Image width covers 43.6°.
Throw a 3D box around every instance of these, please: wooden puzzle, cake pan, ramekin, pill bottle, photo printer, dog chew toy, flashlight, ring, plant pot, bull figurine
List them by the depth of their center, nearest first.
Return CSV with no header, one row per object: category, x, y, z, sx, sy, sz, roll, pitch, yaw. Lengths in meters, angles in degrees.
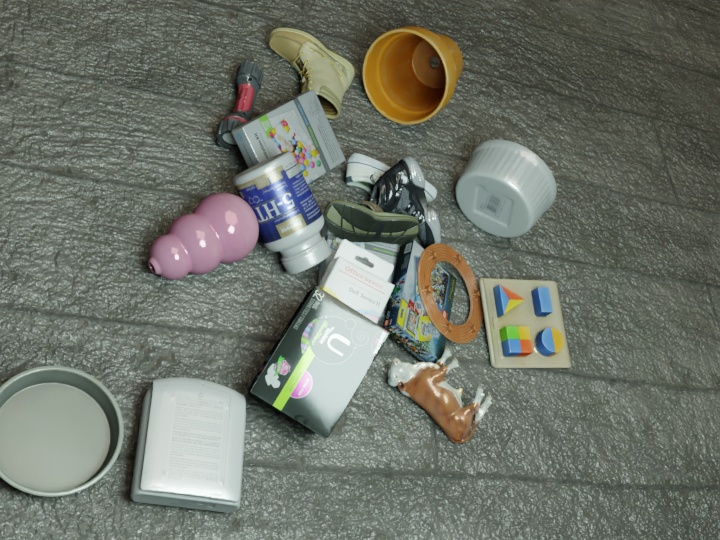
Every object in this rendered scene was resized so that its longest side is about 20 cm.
cake pan,-0.454,0.239,1.328,0.200,0.037,0.201,13,56,-20
photo printer,-0.261,0.263,1.391,0.166,0.069,0.200,12,56,-20
dog chew toy,-0.274,-0.051,1.550,0.200,0.125,0.125,-32,79,-30
bull figurine,0.143,0.214,1.616,0.121,0.065,0.200,-42,93,4
pill bottle,-0.135,-0.101,1.619,0.120,0.120,0.200,-36,106,-38
ring,0.179,0.042,1.735,0.200,0.019,0.201,25,56,-43
flashlight,-0.235,-0.327,1.769,0.068,0.068,0.200,20,55,-21
wooden puzzle,0.336,0.102,1.795,0.200,0.046,0.186,4,68,-26
ramekin,0.294,-0.162,1.860,0.200,0.200,0.098,38,59,-2
plant pot,0.133,-0.437,1.961,0.200,0.200,0.183,45,36,5

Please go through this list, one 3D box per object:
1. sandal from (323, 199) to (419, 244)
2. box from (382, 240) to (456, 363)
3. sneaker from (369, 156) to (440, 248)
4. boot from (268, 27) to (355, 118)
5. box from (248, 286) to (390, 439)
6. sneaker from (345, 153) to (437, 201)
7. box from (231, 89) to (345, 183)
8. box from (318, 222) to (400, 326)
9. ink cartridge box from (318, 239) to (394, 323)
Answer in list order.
sandal,0.017,-0.095,1.708,0.201,0.080,0.057,10,39,-29
box,0.114,0.062,1.694,0.137,0.038,0.200,41,46,-31
sneaker,0.083,-0.118,1.782,0.114,0.075,0.200,-23,109,-10
boot,-0.115,-0.410,1.878,0.200,0.073,0.156,29,49,-16
box,-0.071,0.150,1.476,0.148,0.124,0.200,32,80,-4
sneaker,0.058,-0.169,1.831,0.200,0.073,0.071,19,76,-14
box,-0.135,-0.240,1.735,0.200,0.041,0.156,-36,109,-37
box,0.000,0.000,1.705,0.156,0.041,0.200,14,55,-19
ink cartridge box,-0.020,0.053,1.590,0.117,0.067,0.200,27,81,-10
